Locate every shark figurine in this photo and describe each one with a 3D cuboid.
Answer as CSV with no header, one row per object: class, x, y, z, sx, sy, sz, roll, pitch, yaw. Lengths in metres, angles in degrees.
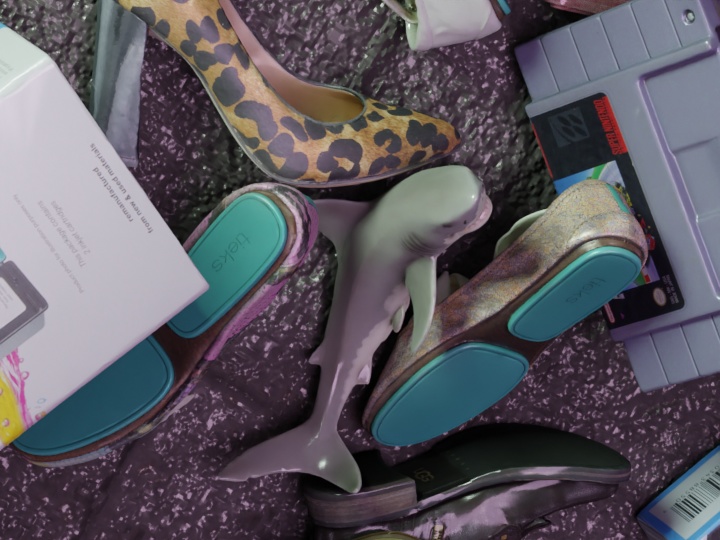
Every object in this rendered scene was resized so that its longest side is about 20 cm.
shark figurine,-0.008,0.008,1.565,0.089,0.128,0.215,22,117,-14

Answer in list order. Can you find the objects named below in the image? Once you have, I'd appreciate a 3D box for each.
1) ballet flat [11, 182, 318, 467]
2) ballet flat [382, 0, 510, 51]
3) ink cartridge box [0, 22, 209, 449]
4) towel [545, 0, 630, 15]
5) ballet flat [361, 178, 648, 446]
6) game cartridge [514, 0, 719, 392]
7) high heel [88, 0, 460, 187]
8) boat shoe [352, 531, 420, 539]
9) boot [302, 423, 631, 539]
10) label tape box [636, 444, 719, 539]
ballet flat,-0.093,0.032,1.527,0.200,0.069,0.071,-44,160,14
ballet flat,0.007,-0.193,1.518,0.069,0.069,0.200,-36,116,-11
ink cartridge box,-0.209,-0.003,1.426,0.200,0.147,0.146,-38,117,-9
towel,0.185,-0.225,1.605,0.144,0.023,0.200,10,99,-23
ballet flat,0.074,0.020,1.590,0.200,0.067,0.068,-37,137,28
game cartridge,0.163,-0.042,1.562,0.038,0.130,0.200,-24,94,-52
high heel,-0.037,-0.118,1.507,0.200,0.071,0.143,3,110,-15
boat shoe,-0.049,0.203,1.571,0.200,0.068,0.072,-26,106,11
boot,0.054,0.181,1.643,0.200,0.069,0.174,-8,108,-11
label tape box,0.272,0.175,1.732,0.143,0.066,0.200,-40,115,-8
